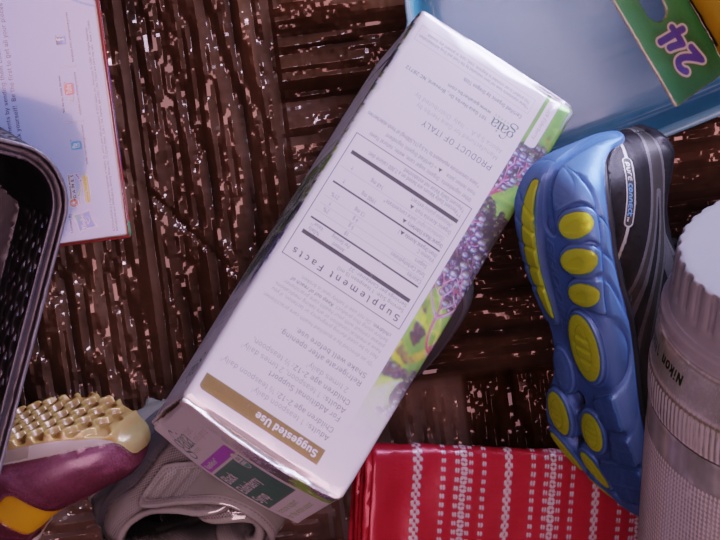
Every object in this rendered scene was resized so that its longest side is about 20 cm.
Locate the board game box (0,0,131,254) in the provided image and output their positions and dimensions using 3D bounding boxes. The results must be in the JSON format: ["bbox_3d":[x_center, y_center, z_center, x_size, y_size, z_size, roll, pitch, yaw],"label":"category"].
[{"bbox_3d":[-0.160,-0.107,1.180,0.102,0.019,0.201,-7,98,-4],"label":"board game box"}]

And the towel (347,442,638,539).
[{"bbox_3d":[0.085,0.152,1.266,0.199,0.022,0.146,4,92,-19],"label":"towel"}]

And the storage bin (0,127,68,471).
[{"bbox_3d":[-0.209,0.031,1.123,0.134,0.094,0.201,14,93,-18],"label":"storage bin"}]

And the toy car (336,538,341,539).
[{"bbox_3d":[-0.074,0.189,1.218,0.184,0.177,0.200,39,79,-3],"label":"toy car"}]

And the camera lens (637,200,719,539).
[{"bbox_3d":[0.192,0.084,1.126,0.159,0.160,0.201,0,116,-3],"label":"camera lens"}]

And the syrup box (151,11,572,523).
[{"bbox_3d":[0.000,0.000,1.178,0.081,0.079,0.201,32,73,-5],"label":"syrup box"}]

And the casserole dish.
[{"bbox_3d":[0.111,-0.116,1.262,0.199,0.039,0.122,-21,94,-2],"label":"casserole dish"}]

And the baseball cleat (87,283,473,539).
[{"bbox_3d":[-0.027,0.069,1.235,0.199,0.107,0.070,-34,126,6],"label":"baseball cleat"}]

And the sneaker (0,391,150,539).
[{"bbox_3d":[-0.171,0.119,1.236,0.199,0.075,0.091,-17,98,22],"label":"sneaker"}]

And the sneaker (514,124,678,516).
[{"bbox_3d":[0.119,0.027,1.192,0.082,0.071,0.201,-30,128,-24],"label":"sneaker"}]

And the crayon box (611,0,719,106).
[{"bbox_3d":[0.184,-0.175,1.212,0.200,0.052,0.126,-35,96,-27],"label":"crayon box"}]
